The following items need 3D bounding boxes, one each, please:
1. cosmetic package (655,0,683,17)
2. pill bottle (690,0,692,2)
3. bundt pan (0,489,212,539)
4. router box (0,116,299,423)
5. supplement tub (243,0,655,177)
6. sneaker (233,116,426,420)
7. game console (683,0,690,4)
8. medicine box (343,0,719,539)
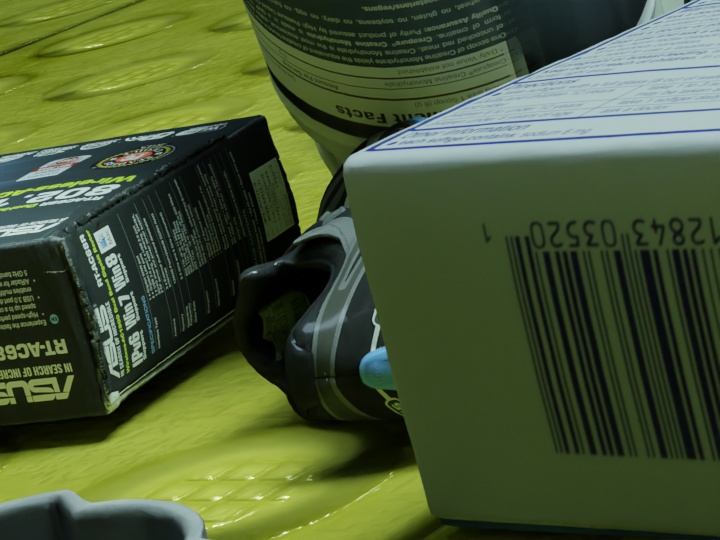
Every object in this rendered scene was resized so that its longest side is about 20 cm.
[{"bbox_3d":[0.100,-0.141,1.448,0.200,0.052,0.151,-5,18,35],"label":"cosmetic package"},{"bbox_3d":[0.177,-0.088,0.922,0.200,0.112,0.112,-36,19,-18],"label":"pill bottle"},{"bbox_3d":[-0.108,0.110,0.506,0.202,0.076,0.202,-13,12,3],"label":"bundt pan"},{"bbox_3d":[-0.142,0.006,1.003,0.200,0.062,0.150,-8,15,27],"label":"router box"},{"bbox_3d":[0.023,-0.122,0.972,0.140,0.200,0.140,-10,45,10],"label":"supplement tub"},{"bbox_3d":[0.000,0.000,0.883,0.083,0.071,0.200,-12,14,-1],"label":"sneaker"},{"bbox_3d":[0.115,-0.142,1.183,0.172,0.119,0.200,-18,2,15],"label":"game console"},{"bbox_3d":[0.133,-0.014,0.723,0.182,0.103,0.200,-2,17,45],"label":"medicine box"}]
